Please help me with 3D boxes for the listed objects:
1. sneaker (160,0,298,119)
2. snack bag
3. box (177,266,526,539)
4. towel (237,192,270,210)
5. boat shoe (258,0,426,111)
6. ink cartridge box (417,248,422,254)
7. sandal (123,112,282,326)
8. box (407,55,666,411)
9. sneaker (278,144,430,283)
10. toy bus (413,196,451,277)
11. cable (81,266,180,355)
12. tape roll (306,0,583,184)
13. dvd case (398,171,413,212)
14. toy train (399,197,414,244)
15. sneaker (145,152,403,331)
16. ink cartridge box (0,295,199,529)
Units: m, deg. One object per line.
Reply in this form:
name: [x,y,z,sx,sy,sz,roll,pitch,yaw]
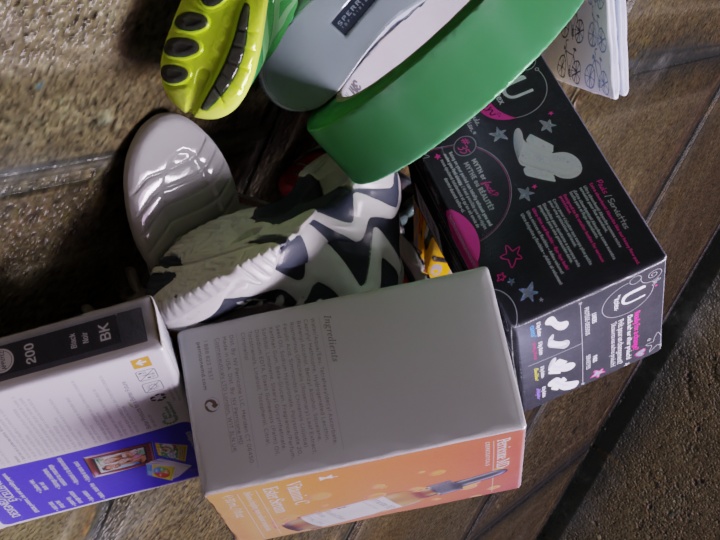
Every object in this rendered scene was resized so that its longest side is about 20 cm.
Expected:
sneaker: [-0.062,-0.187,0.874,0.201,0.074,0.084,-61,-174,5]
snack bag: [0.158,-0.237,1.090,0.189,0.021,0.202,-125,-149,-72]
box: [-0.002,0.092,0.947,0.198,0.107,0.153,-12,157,1]
towel: [-0.084,0.043,1.065,0.030,0.145,0.202,-107,-144,-67]
boat shoe: [0.007,-0.191,0.950,0.200,0.071,0.091,-43,-162,9]
ink cartridge box: [-0.049,0.041,1.182,0.200,0.109,0.050,-51,162,-14]
sandal: [-0.113,-0.014,0.986,0.082,0.050,0.204,-43,129,-28]
box: [0.118,-0.031,1.024,0.114,0.201,0.133,-23,149,-4]
sneaker: [0.000,0.000,1.127,0.084,0.201,0.077,-27,168,-6]
toy bus: [0.080,-0.060,1.238,0.079,0.064,0.201,107,-11,-45]
cable: [-0.131,0.089,1.025,0.097,0.050,0.201,-36,112,-22]
tape roll: [0.054,-0.139,0.917,0.200,0.048,0.201,-40,-166,12]
dvd case: [-0.014,-0.002,1.331,0.201,0.022,0.146,-57,161,6]
toy train: [0.056,-0.011,1.342,0.200,0.085,0.114,-35,164,-49]
sneaker: [-0.043,0.017,0.972,0.199,0.079,0.131,-39,125,-34]
ink cartridge box: [-0.201,0.101,0.935,0.198,0.044,0.199,-16,151,-3]
